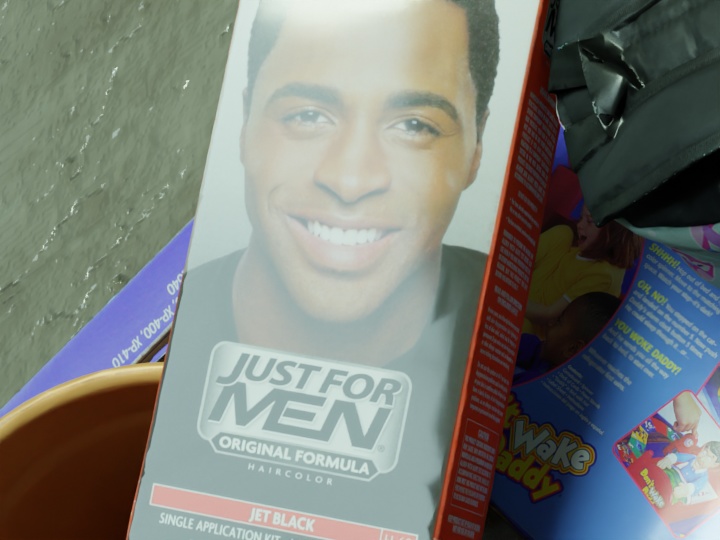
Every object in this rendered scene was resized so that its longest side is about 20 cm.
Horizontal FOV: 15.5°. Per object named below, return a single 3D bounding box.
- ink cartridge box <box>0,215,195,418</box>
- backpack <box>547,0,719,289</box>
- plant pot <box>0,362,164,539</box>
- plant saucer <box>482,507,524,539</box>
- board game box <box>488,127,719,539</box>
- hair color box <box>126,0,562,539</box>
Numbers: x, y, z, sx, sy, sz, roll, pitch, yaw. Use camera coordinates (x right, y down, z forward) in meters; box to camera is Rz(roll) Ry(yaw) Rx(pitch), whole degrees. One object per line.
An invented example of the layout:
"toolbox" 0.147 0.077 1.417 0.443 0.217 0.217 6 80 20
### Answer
"ink cartridge box" -0.045 0.002 1.000 0.198 0.200 0.043 -44 80 24
"backpack" 0.155 -0.064 0.768 0.199 0.126 0.168 -25 50 34
"plant pot" -0.051 0.140 0.921 0.199 0.140 0.201 -2 80 14
"plant saucer" 0.061 0.030 0.977 0.200 0.037 0.201 -27 50 38
"board game box" 0.082 0.024 0.887 0.134 0.045 0.200 -46 51 -3
"hair color box" 0.000 0.000 0.828 0.101 0.061 0.201 8 82 17
